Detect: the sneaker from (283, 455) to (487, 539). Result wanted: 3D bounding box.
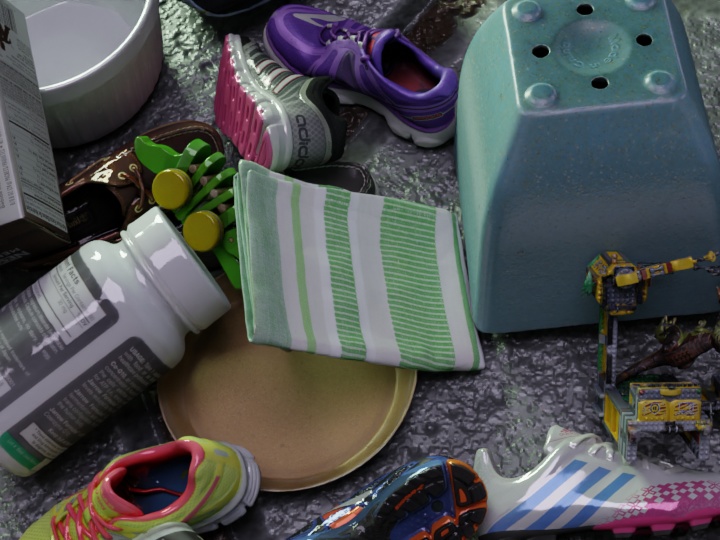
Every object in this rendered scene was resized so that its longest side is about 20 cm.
[{"bbox_3d":[-0.001,0.193,1.040,0.199,0.078,0.076,-28,97,4],"label":"sneaker"}]

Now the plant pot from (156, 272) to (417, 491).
[{"bbox_3d":[-0.054,0.079,1.132,0.199,0.028,0.201,-3,59,5],"label":"plant pot"}]

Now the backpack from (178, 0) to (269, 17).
[{"bbox_3d":[-0.100,-0.309,1.300,0.153,0.164,0.200,23,62,42],"label":"backpack"}]

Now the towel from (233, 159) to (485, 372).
[{"bbox_3d":[0.000,0.000,1.111,0.199,0.023,0.153,12,54,-31],"label":"towel"}]

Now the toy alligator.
[{"bbox_3d":[-0.095,-0.033,1.117,0.054,0.059,0.200,-40,83,21],"label":"toy alligator"}]

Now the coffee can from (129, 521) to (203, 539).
[{"bbox_3d":[-0.086,0.278,0.949,0.200,0.147,0.146,34,68,24],"label":"coffee can"}]

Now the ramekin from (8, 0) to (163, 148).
[{"bbox_3d":[-0.262,-0.199,1.275,0.199,0.105,0.201,-3,60,5],"label":"ramekin"}]

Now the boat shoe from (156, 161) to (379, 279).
[{"bbox_3d":[-0.080,-0.044,1.188,0.200,0.061,0.072,-20,59,-6],"label":"boat shoe"}]

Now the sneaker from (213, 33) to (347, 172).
[{"bbox_3d":[-0.065,-0.136,1.221,0.087,0.074,0.200,0,28,-20],"label":"sneaker"}]

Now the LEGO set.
[{"bbox_3d":[0.246,0.061,1.023,0.199,0.116,0.155,8,104,-6],"label":"LEGO set"}]

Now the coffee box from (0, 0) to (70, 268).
[{"bbox_3d":[-0.304,-0.103,1.136,0.112,0.080,0.201,-18,74,12],"label":"coffee box"}]

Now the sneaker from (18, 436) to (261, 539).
[{"bbox_3d":[-0.174,0.169,1.044,0.199,0.090,0.078,-31,63,5],"label":"sneaker"}]

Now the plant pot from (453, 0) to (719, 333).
[{"bbox_3d":[0.170,-0.097,1.100,0.195,0.200,0.197,-5,53,2],"label":"plant pot"}]

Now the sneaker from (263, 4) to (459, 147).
[{"bbox_3d":[0.006,-0.183,1.248,0.199,0.084,0.081,27,65,21],"label":"sneaker"}]

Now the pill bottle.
[{"bbox_3d":[-0.201,0.050,1.096,0.200,0.113,0.113,-37,62,-2],"label":"pill bottle"}]

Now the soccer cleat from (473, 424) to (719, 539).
[{"bbox_3d":[0.173,0.146,1.035,0.199,0.070,0.087,-7,76,4],"label":"soccer cleat"}]

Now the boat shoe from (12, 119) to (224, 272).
[{"bbox_3d":[-0.195,-0.056,1.194,0.199,0.070,0.071,-32,101,-7],"label":"boat shoe"}]
